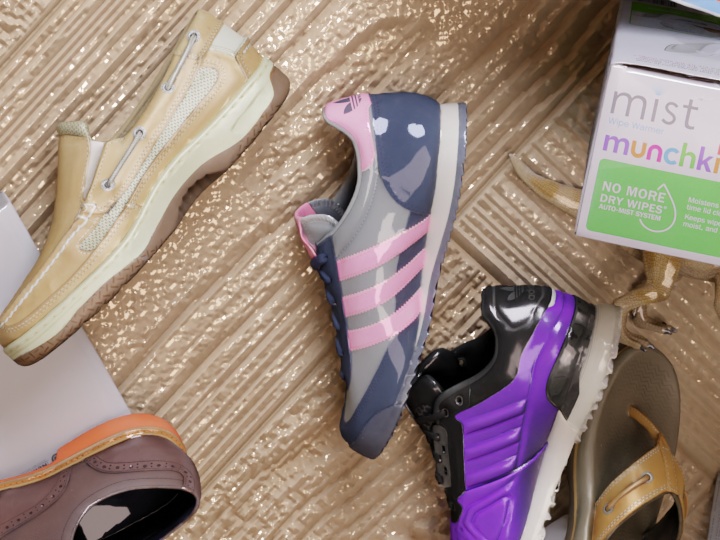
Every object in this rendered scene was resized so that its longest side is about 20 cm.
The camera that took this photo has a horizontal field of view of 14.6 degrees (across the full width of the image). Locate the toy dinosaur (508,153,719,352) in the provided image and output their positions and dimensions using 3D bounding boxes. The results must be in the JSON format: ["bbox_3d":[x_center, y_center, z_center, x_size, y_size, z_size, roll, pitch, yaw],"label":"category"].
[{"bbox_3d":[0.169,-0.010,1.544,0.199,0.058,0.102,12,105,-2],"label":"toy dinosaur"}]

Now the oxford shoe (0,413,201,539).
[{"bbox_3d":[-0.172,0.146,1.435,0.200,0.073,0.071,-34,120,-4],"label":"oxford shoe"}]

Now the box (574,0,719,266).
[{"bbox_3d":[0.217,-0.065,1.426,0.199,0.177,0.097,12,109,3],"label":"box"}]

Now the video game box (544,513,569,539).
[{"bbox_3d":[0.086,0.267,1.629,0.200,0.047,0.183,-35,116,-4],"label":"video game box"}]

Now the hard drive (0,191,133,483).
[{"bbox_3d":[-0.194,0.074,1.453,0.132,0.027,0.201,-30,119,-6],"label":"hard drive"}]

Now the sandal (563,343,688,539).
[{"bbox_3d":[0.149,0.139,1.557,0.080,0.054,0.201,32,67,-41],"label":"sandal"}]

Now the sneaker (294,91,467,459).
[{"bbox_3d":[0.000,0.000,1.482,0.082,0.070,0.201,10,106,-6],"label":"sneaker"}]

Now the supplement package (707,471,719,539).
[{"bbox_3d":[0.320,0.202,1.583,0.190,0.200,0.148,8,91,-24],"label":"supplement package"}]

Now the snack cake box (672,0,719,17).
[{"bbox_3d":[0.117,-0.189,1.410,0.199,0.115,0.067,15,105,-26],"label":"snack cake box"}]

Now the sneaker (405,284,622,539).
[{"bbox_3d":[0.065,0.090,1.540,0.099,0.070,0.201,18,114,-6],"label":"sneaker"}]

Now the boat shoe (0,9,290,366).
[{"bbox_3d":[-0.125,-0.045,1.405,0.076,0.072,0.200,43,74,-13],"label":"boat shoe"}]
